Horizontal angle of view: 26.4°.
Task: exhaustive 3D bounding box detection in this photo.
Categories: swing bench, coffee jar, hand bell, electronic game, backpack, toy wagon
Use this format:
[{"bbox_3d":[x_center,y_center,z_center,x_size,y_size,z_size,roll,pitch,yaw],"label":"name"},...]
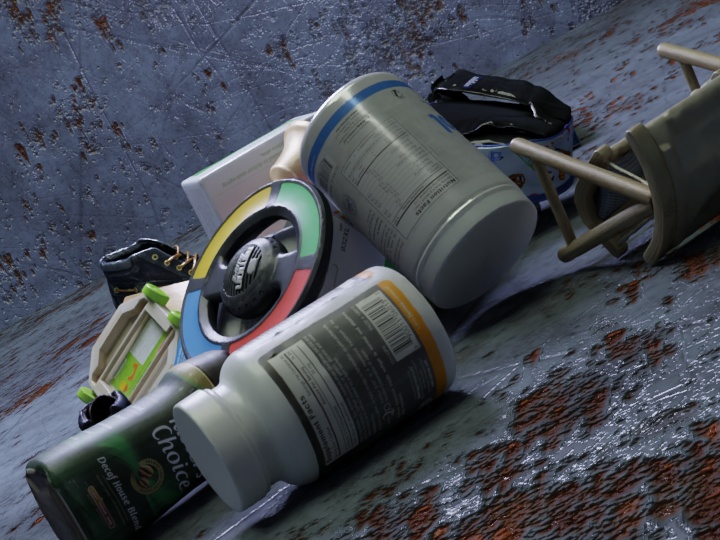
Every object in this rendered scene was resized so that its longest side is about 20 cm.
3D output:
[{"bbox_3d":[0.271,-0.104,1.301,0.199,0.130,0.200,-32,15,-21],"label":"swing bench"},{"bbox_3d":[-0.174,0.154,1.295,0.200,0.104,0.085,-34,11,-28],"label":"coffee jar"},{"bbox_3d":[-0.114,-0.088,1.914,0.200,0.104,0.104,-46,17,-31],"label":"hand bell"},{"bbox_3d":[-0.097,0.006,1.399,0.200,0.042,0.200,-32,41,33],"label":"electronic game"},{"bbox_3d":[0.135,-0.119,1.652,0.190,0.154,0.200,-2,25,26],"label":"backpack"},{"bbox_3d":[-0.242,0.112,1.726,0.155,0.040,0.200,-57,41,5],"label":"toy wagon"}]

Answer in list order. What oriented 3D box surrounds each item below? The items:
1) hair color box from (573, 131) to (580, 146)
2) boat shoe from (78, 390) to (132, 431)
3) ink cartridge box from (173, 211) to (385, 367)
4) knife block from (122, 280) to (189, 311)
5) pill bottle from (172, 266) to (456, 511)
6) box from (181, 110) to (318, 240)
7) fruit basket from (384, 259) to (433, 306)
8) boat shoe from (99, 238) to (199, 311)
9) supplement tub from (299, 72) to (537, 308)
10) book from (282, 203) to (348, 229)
[{"bbox_3d":[0.227,-0.182,2.061,0.100,0.061,0.200,-28,9,5],"label":"hair color box"},{"bbox_3d":[-0.225,0.153,1.486,0.075,0.093,0.200,-30,9,-5],"label":"boat shoe"},{"bbox_3d":[-0.079,0.047,1.457,0.200,0.084,0.145,-20,49,43],"label":"ink cartridge box"},{"bbox_3d":[-0.167,0.041,1.808,0.176,0.064,0.200,-43,39,-9],"label":"knife block"},{"bbox_3d":[-0.035,0.091,1.173,0.200,0.117,0.116,-32,10,-19],"label":"pill bottle"},{"bbox_3d":[-0.107,-0.083,2.091,0.199,0.200,0.171,-30,10,-12],"label":"box"},{"bbox_3d":[0.020,0.009,1.549,0.200,0.094,0.185,-26,9,37],"label":"fruit basket"},{"bbox_3d":[-0.219,0.000,1.881,0.200,0.091,0.071,-16,23,10],"label":"boat shoe"},{"bbox_3d":[0.050,-0.076,1.403,0.132,0.200,0.132,-34,-28,-21],"label":"supplement tub"},{"bbox_3d":[-0.056,-0.046,1.893,0.134,0.048,0.200,-65,-13,17],"label":"book"}]
